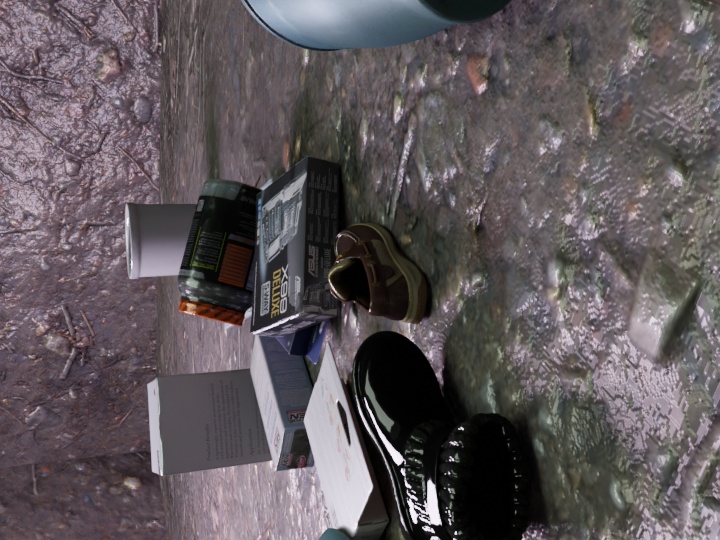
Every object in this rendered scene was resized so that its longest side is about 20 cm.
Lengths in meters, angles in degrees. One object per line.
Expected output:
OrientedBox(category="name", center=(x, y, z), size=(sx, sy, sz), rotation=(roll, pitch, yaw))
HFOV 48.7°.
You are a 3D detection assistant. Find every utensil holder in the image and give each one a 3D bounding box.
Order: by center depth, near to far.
OrientedBox(category="utensil holder", center=(-0.424, -0.069, 1.801), size=(0.170, 0.200, 0.170), rotation=(178, 90, -69))

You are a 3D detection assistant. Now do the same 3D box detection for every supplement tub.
OrientedBox(category="supplement tub", center=(-0.198, -0.025, 1.177), size=(0.122, 0.122, 0.200), rotation=(175, 110, -70))

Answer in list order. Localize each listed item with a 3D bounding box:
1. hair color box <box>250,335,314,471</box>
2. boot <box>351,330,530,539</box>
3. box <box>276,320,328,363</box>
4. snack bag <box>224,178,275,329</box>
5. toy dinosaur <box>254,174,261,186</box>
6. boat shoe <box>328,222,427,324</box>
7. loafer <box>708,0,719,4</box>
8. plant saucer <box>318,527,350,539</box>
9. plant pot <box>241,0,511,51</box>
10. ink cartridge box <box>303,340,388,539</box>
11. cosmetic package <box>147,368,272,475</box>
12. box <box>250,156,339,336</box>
OrientedBox(category="hair color box", center=(-0.114, 0.186, 1.186), size=(0.200, 0.061, 0.099), rotation=(-113, 28, -45))
OrientedBox(category="boot", center=(0.063, 0.132, 0.661), size=(0.158, 0.079, 0.211), rotation=(118, 134, -66))
OrientedBox(category="box", center=(-0.093, 0.038, 1.104), size=(0.200, 0.032, 0.121), rotation=(35, 112, 60))
OrientedBox(category="snack bag", center=(-0.176, -0.028, 1.270), size=(0.188, 0.021, 0.200), rotation=(-29, 65, 39))
OrientedBox(category="toy dinosaur", center=(-0.189, -0.061, 1.364), size=(0.101, 0.058, 0.200), rotation=(-151, 61, -68))
OrientedBox(category="boat shoe", center=(0.000, 0.000, 0.833), size=(0.200, 0.072, 0.072), rotation=(-130, 41, -59))
OrientedBox(category="loafer", center=(0.163, -0.163, 0.368), size=(0.200, 0.071, 0.073), rotation=(-125, 38, -56))
OrientedBox(category="plant saucer", center=(-0.008, 0.394, 0.902), size=(0.200, 0.027, 0.200), rotation=(41, 140, 47))
OrientedBox(category="plant pot", center=(0.025, -0.259, 0.591), size=(0.188, 0.200, 0.200), rotation=(27, 119, 50))
OrientedBox(category="ink cartridge box", center=(-0.013, 0.210, 0.939), size=(0.174, 0.043, 0.200), rotation=(108, 151, -43))
OrientedBox(category="cosmetic package", center=(-0.267, 0.267, 1.412), size=(0.165, 0.200, 0.165), rotation=(149, 117, -67))
OrientedBox(category="box", center=(-0.085, -0.025, 1.021), size=(0.158, 0.050, 0.200), rotation=(-24, 62, 57))
